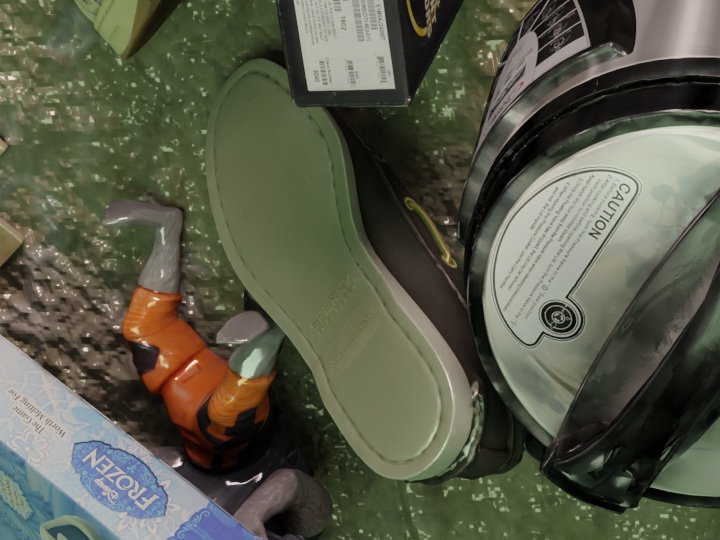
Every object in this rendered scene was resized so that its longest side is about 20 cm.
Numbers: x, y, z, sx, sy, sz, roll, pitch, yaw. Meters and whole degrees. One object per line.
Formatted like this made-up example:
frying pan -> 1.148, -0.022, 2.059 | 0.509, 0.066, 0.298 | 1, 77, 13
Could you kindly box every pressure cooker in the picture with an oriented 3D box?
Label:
pressure cooker -> 0.129, -0.017, 0.784 | 0.177, 0.200, 0.177 | -8, 121, 21

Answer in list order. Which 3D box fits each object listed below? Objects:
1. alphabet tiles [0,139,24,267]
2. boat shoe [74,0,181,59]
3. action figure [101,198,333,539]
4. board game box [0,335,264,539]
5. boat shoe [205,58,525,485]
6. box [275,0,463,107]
alphabet tiles -> -0.252, -0.029, 1.007 | 0.166, 0.006, 0.200 | 40, 123, -11
boat shoe -> -0.080, -0.146, 0.810 | 0.063, 0.073, 0.200 | 39, 150, -1
action figure -> -0.038, 0.081, 0.952 | 0.199, 0.104, 0.195 | 27, 138, 37
board game box -> -0.116, 0.134, 0.963 | 0.199, 0.043, 0.201 | 35, 148, 28
boat shoe -> 0.000, 0.000, 0.869 | 0.060, 0.202, 0.072 | 11, 132, -47
box -> 0.002, -0.179, 0.744 | 0.049, 0.162, 0.201 | -1, 120, 15
